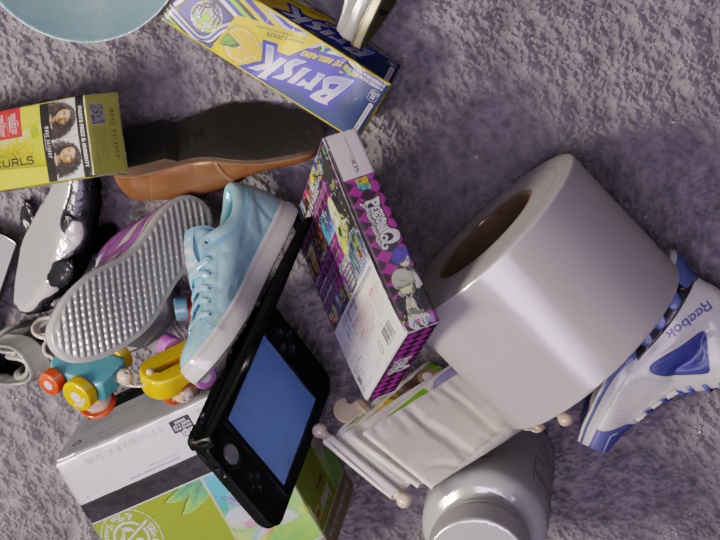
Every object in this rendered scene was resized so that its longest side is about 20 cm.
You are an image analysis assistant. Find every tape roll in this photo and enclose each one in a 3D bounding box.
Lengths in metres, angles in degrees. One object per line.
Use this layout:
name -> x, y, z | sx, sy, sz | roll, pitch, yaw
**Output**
tape roll -> 0.153, 0.017, 1.490 | 0.203, 0.203, 0.139 | -41, 101, 20

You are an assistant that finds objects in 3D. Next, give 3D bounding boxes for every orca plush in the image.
orca plush -> -0.264, -0.049, 1.619 | 0.105, 0.071, 0.200 | 26, 109, 47

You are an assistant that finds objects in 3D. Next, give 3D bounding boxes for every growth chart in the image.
growth chart -> 0.070, 0.134, 1.558 | 0.200, 0.145, 0.018 | -26, 136, -21

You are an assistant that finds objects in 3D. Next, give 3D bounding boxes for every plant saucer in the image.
plant saucer -> -0.243, -0.301, 1.515 | 0.201, 0.039, 0.201 | 3, 111, 8

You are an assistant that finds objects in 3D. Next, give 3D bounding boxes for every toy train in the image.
toy train -> -0.193, 0.076, 1.568 | 0.200, 0.150, 0.056 | -10, 125, -6

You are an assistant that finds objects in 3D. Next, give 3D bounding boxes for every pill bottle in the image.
pill bottle -> 0.115, 0.216, 1.572 | 0.114, 0.200, 0.115 | 3, 111, 8

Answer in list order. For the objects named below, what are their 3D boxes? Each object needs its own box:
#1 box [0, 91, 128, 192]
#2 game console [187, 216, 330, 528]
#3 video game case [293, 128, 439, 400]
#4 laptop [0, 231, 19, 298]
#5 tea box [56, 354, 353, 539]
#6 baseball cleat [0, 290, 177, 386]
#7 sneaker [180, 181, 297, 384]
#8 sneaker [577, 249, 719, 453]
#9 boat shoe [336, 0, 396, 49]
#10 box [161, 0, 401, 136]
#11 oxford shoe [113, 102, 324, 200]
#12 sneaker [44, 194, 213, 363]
box -> -0.301, -0.109, 1.549 | 0.200, 0.050, 0.075 | -5, 93, 33
game console -> -0.062, 0.089, 1.499 | 0.116, 0.200, 0.176 | -21, 119, 31
video game case -> 0.000, 0.000, 1.483 | 0.036, 0.200, 0.181 | -19, 74, -16
laptop -> -0.457, 0.022, 1.629 | 0.200, 0.116, 0.187 | 27, 114, 8
tea box -> -0.143, 0.195, 1.640 | 0.200, 0.134, 0.197 | -25, 106, 16
baseball cleat -> -0.268, 0.068, 1.625 | 0.200, 0.106, 0.070 | -22, 101, 14
sneaker -> -0.128, 0.007, 1.510 | 0.082, 0.200, 0.074 | 29, 143, -7
sneaker -> 0.282, 0.091, 1.563 | 0.115, 0.081, 0.200 | 26, 111, 0
boat shoe -> 0.016, -0.289, 1.466 | 0.068, 0.075, 0.200 | 24, 106, 6
box -> -0.067, -0.199, 1.510 | 0.200, 0.070, 0.064 | 31, 115, -4
oxford shoe -> -0.127, -0.102, 1.571 | 0.200, 0.071, 0.071 | -6, 139, 10
sneaker -> -0.221, 0.018, 1.555 | 0.114, 0.200, 0.073 | -17, 113, 52
